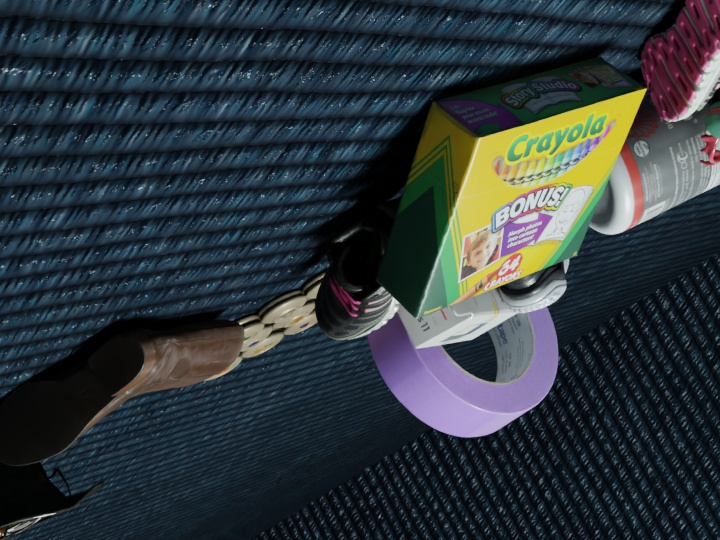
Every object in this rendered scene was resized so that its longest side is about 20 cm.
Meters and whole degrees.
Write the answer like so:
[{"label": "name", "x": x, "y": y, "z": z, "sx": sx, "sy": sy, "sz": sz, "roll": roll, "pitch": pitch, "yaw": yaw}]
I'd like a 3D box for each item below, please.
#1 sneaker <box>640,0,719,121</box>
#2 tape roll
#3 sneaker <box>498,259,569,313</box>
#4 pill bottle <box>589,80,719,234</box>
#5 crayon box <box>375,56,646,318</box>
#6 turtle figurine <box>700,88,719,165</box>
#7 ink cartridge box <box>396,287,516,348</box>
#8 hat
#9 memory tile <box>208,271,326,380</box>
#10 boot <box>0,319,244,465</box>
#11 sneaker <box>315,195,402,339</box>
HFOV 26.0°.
[{"label": "sneaker", "x": 0.293, "y": -0.185, "z": 1.256, "sx": 0.087, "sy": 0.074, "sz": 0.200, "roll": -18, "pitch": 162, "yaw": -17}, {"label": "tape roll", "x": 0.106, "y": 0.066, "z": 1.595, "sx": 0.199, "sy": 0.201, "sz": 0.066, "roll": -18, "pitch": 165, "yaw": -43}, {"label": "sneaker", "x": 0.158, "y": -0.055, "z": 1.512, "sx": 0.075, "sy": 0.114, "sz": 0.201, "roll": -16, "pitch": -151, "yaw": 17}, {"label": "pill bottle", "x": 0.283, "y": -0.122, "z": 1.414, "sx": 0.199, "sy": 0.116, "sz": 0.116, "roll": -25, "pitch": 169, "yaw": -18}, {"label": "crayon box", "x": 0.120, "y": -0.068, "z": 1.236, "sx": 0.199, "sy": 0.058, "sz": 0.173, "roll": -20, "pitch": 141, "yaw": -40}, {"label": "turtle figurine", "x": 0.349, "y": -0.157, "z": 1.320, "sx": 0.200, "sy": 0.100, "sz": 0.150, "roll": -48, "pitch": 144, "yaw": -33}, {"label": "ink cartridge box", "x": 0.072, "y": 0.006, "z": 1.457, "sx": 0.067, "sy": 0.118, "sz": 0.200, "roll": -30, "pitch": 169, "yaw": 19}, {"label": "hat", "x": -0.340, "y": 0.214, "z": 1.487, "sx": 0.199, "sy": 0.081, "sz": 0.201, "roll": -23, "pitch": 176, "yaw": -2}, {"label": "memory tile", "x": -0.088, "y": 0.056, "z": 1.555, "sx": 0.199, "sy": 0.017, "sz": 0.153, "roll": -30, "pitch": 169, "yaw": 3}, {"label": "boot", "x": -0.209, "y": 0.103, "z": 1.375, "sx": 0.186, "sy": 0.065, "sz": 0.200, "roll": -30, "pitch": 174, "yaw": 19}, {"label": "sneaker", "x": 0.000, "y": 0.000, "z": 1.344, "sx": 0.087, "sy": 0.074, "sz": 0.200, "roll": -19, "pitch": 161, "yaw": -40}]
